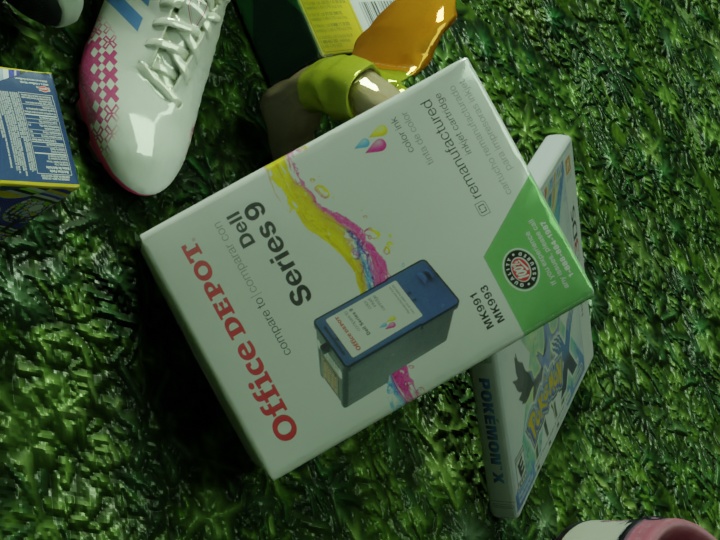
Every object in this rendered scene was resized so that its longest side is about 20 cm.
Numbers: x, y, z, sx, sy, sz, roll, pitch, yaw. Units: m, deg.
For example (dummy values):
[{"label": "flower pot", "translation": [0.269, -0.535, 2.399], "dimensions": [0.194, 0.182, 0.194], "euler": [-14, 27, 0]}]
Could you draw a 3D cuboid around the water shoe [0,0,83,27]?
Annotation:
[{"label": "water shoe", "translation": [-0.230, -0.178, 0.786], "dimensions": [0.200, 0.071, 0.079], "euler": [43, 67, -29]}]

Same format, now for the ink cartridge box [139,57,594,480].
[{"label": "ink cartridge box", "translation": [0.000, 0.000, 0.834], "dimensions": [0.146, 0.199, 0.088], "euler": [62, -6, -1]}]

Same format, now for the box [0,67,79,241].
[{"label": "box", "translation": [-0.226, -0.055, 0.691], "dimensions": [0.200, 0.070, 0.065], "euler": [1, 66, -52]}]

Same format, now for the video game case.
[{"label": "video game case", "translation": [0.116, 0.033, 1.044], "dimensions": [0.200, 0.022, 0.183], "euler": [-53, 139, -52]}]

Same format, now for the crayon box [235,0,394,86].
[{"label": "crayon box", "translation": [-0.044, -0.227, 1.050], "dimensions": [0.127, 0.051, 0.201], "euler": [-15, 82, -54]}]

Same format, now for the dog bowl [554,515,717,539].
[{"label": "dog bowl", "translation": [0.206, 0.256, 1.044], "dimensions": [0.200, 0.074, 0.201], "euler": [29, 47, -38]}]

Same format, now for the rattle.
[{"label": "rattle", "translation": [0.035, -0.055, 0.974], "dimensions": [0.200, 0.130, 0.143], "euler": [57, 35, -11]}]

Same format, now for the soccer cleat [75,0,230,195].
[{"label": "soccer cleat", "translation": [-0.110, -0.140, 0.880], "dimensions": [0.070, 0.086, 0.201], "euler": [28, 49, -39]}]
